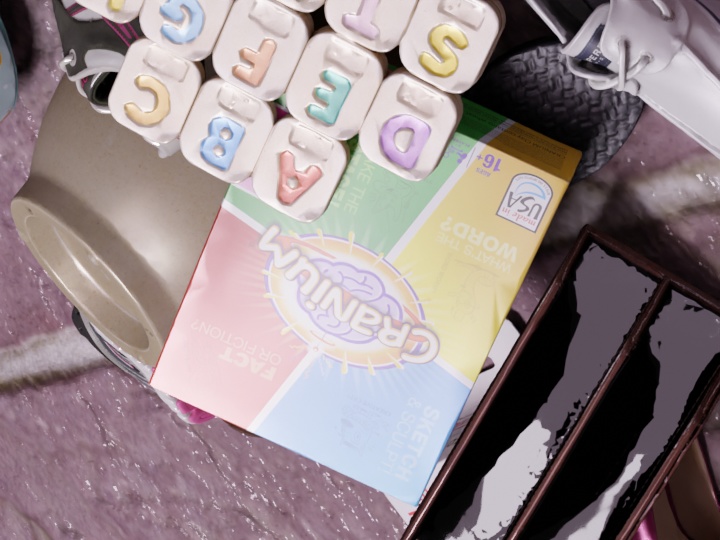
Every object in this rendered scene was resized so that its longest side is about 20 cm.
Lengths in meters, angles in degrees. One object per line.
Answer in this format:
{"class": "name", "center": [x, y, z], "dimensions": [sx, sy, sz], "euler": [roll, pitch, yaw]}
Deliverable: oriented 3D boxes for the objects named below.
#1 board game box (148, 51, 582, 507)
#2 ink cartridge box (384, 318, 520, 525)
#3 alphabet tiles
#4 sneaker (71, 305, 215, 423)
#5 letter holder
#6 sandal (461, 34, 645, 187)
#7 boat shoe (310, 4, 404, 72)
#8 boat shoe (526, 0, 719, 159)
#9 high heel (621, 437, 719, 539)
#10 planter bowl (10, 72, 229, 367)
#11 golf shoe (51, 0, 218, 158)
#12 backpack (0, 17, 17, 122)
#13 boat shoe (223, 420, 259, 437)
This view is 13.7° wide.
{"class": "board game box", "center": [0.000, 0.000, 1.476], "dimensions": [0.153, 0.040, 0.200], "euler": [24, 117, 1]}
{"class": "ink cartridge box", "center": [0.090, 0.134, 1.638], "dimensions": [0.200, 0.068, 0.115], "euler": [54, 146, -5]}
{"class": "alphabet tiles", "center": [-0.037, -0.126, 1.397], "dimensions": [0.200, 0.015, 0.196], "euler": [29, 116, 5]}
{"class": "sneaker", "center": [-0.138, 0.011, 1.752], "dimensions": [0.087, 0.074, 0.200], "euler": [31, 162, 38]}
{"class": "letter holder", "center": [0.092, 0.103, 1.462], "dimensions": [0.100, 0.142, 0.200], "euler": [31, 115, 4]}
{"class": "sandal", "center": [0.070, -0.059, 1.492], "dimensions": [0.075, 0.045, 0.200], "euler": [38, 131, -8]}
{"class": "boat shoe", "center": [-0.024, -0.144, 1.517], "dimensions": [0.200, 0.074, 0.066], "euler": [37, 169, 27]}
{"class": "boat shoe", "center": [0.119, -0.113, 1.380], "dimensions": [0.200, 0.065, 0.074], "euler": [46, 145, 7]}
{"class": "high heel", "center": [0.175, 0.131, 1.548], "dimensions": [0.200, 0.067, 0.096], "euler": [46, 138, -3]}
{"class": "planter bowl", "center": [-0.098, -0.034, 1.589], "dimensions": [0.200, 0.135, 0.200], "euler": [41, 163, 16]}
{"class": "golf shoe", "center": [-0.130, -0.133, 1.505], "dimensions": [0.200, 0.088, 0.077], "euler": [34, 173, 39]}
{"class": "backpack", "center": [-0.303, -0.123, 1.775], "dimensions": [0.200, 0.153, 0.176], "euler": [-21, 101, 47]}
{"class": "boat shoe", "center": [-0.027, 0.061, 1.684], "dimensions": [0.070, 0.071, 0.200], "euler": [25, 156, -31]}
